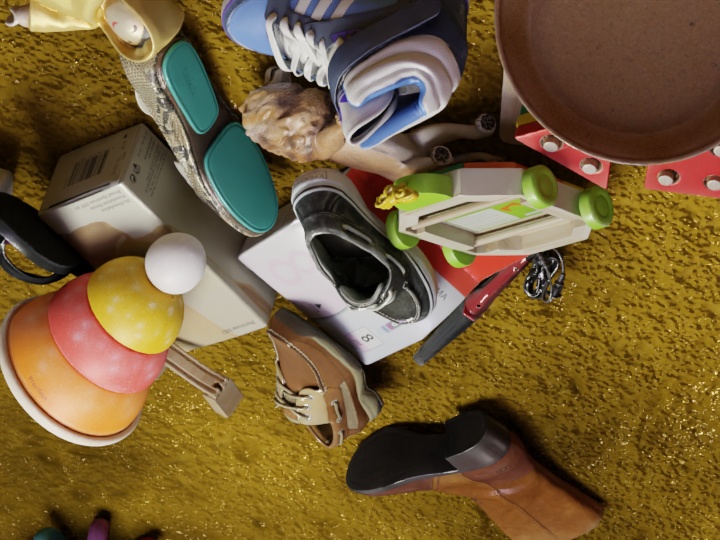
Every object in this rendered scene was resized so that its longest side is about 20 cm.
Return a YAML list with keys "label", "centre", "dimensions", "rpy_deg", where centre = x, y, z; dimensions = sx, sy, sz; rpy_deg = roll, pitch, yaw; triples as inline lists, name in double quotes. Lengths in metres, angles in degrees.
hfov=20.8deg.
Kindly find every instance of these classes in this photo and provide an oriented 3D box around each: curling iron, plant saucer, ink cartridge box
- label: "curling iron"
  centre: [0.106, 0.036, 1.691]
  dimensions: [0.200, 0.025, 0.050]
  rpy_deg: [-36, 79, 42]
- label: "plant saucer"
  centre: [0.189, -0.168, 1.332]
  dimensions: [0.199, 0.202, 0.035]
  rpy_deg: [12, 174, 2]
- label: "ink cartridge box"
  centre: [0.020, -0.013, 1.643]
  dimensions: [0.162, 0.057, 0.199]
  rpy_deg: [41, 139, -23]

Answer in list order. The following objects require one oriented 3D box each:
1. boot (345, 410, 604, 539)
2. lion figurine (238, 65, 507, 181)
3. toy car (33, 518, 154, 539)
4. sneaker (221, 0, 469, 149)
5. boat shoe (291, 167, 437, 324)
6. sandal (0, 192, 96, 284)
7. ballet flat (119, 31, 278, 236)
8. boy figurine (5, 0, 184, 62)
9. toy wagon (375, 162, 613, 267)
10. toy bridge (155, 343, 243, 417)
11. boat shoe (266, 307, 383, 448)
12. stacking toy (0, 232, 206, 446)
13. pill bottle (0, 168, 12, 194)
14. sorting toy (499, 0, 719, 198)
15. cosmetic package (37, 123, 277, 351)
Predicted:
- label: "boot"
  centre: [0.109, 0.213, 1.904]
  dimensions: [0.187, 0.069, 0.200]
  rpy_deg: [-26, 135, 28]
- label: "lion figurine"
  centre: [0.009, -0.101, 1.525]
  dimensions: [0.199, 0.073, 0.122]
  rpy_deg: [25, 155, -19]
- label: "toy car"
  centre: [-0.283, 0.341, 2.098]
  dimensions: [0.199, 0.175, 0.151]
  rpy_deg: [19, 106, -7]
- label: "sneaker"
  centre: [-0.021, -0.152, 1.416]
  dimensions: [0.198, 0.147, 0.081]
  rpy_deg: [-1, 139, 17]
- label: "boat shoe"
  centre: [0.000, 0.000, 1.569]
  dimensions: [0.072, 0.071, 0.200]
  rpy_deg: [-19, 141, 24]
- label: "sandal"
  centre: [-0.271, -0.014, 1.649]
  dimensions: [0.048, 0.075, 0.200]
  rpy_deg: [-41, 163, 5]
- label: "ballet flat"
  centre: [-0.133, -0.112, 1.575]
  dimensions: [0.075, 0.068, 0.201]
  rpy_deg: [9, 141, 41]
- label: "boy figurine"
  centre: [-0.230, -0.218, 1.468]
  dimensions: [0.199, 0.065, 0.124]
  rpy_deg: [29, 136, -13]
- label: "toy wagon"
  centre: [0.092, -0.049, 1.513]
  dimensions: [0.155, 0.040, 0.199]
  rpy_deg: [-16, 157, 42]
- label: "toy bridge"
  centre: [-0.193, 0.069, 1.751]
  dimensions: [0.199, 0.027, 0.067]
  rpy_deg: [26, 160, 35]
- label: "boat shoe"
  centre: [-0.039, 0.105, 1.744]
  dimensions: [0.075, 0.074, 0.200]
  rpy_deg: [33, 168, 32]
- label: "stacking toy"
  centre: [-0.192, 0.040, 1.620]
  dimensions: [0.146, 0.147, 0.200]
  rpy_deg: [34, 125, -24]
- label: "pill bottle"
  centre: [-0.401, -0.069, 1.655]
  dimensions: [0.198, 0.112, 0.111]
  rpy_deg: [14, 141, 0]
- label: "sorting toy"
  centre: [0.201, -0.138, 1.431]
  dimensions: [0.197, 0.070, 0.201]
  rpy_deg: [8, 141, 7]
- label: "cosmetic package"
  centre: [-0.168, -0.024, 1.672]
  dimensions: [0.105, 0.071, 0.200]
  rpy_deg: [-19, 131, 35]
